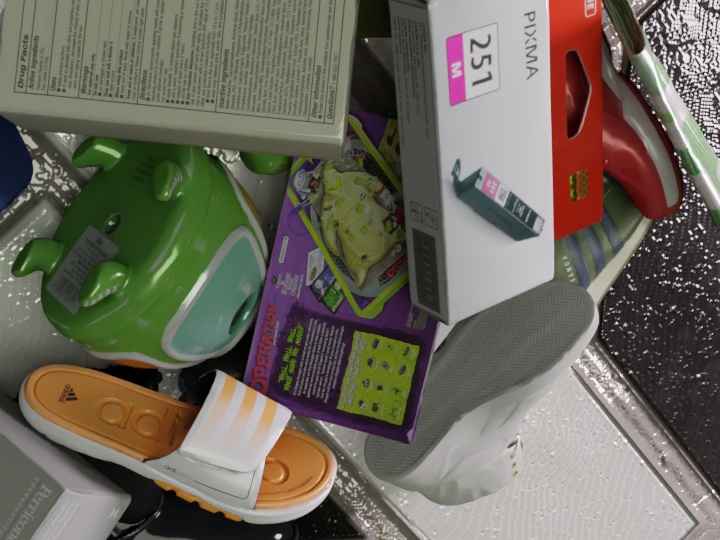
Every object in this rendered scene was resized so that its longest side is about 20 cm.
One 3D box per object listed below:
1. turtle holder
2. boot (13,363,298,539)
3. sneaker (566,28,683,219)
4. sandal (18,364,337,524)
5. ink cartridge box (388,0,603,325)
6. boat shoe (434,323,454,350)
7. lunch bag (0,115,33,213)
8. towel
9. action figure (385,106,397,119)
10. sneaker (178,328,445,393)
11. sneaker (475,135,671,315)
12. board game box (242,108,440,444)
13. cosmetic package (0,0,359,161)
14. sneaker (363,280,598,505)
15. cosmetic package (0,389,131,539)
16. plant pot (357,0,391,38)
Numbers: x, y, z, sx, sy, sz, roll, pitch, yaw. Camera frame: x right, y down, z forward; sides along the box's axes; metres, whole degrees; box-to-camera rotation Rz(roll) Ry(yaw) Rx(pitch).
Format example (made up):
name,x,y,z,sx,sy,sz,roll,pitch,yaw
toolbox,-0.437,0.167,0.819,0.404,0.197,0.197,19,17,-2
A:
name,x,y,z,sx,sy,sz,roll,pitch,yaw
turtle holder,-0.124,-0.023,0.857,0.131,0.140,0.187,38,56,-39
boot,-0.146,0.145,0.902,0.196,0.073,0.164,-9,109,-9
sneaker,0.134,-0.101,0.905,0.115,0.078,0.201,-34,101,-2
sandal,-0.109,0.094,0.802,0.205,0.080,0.060,18,129,-6
ink cartridge box,0.101,-0.088,0.797,0.172,0.043,0.202,-22,120,-30
boat shoe,0.060,-0.021,0.909,0.066,0.072,0.201,41,74,-12
lunch bag,-0.267,-0.081,0.758,0.131,0.200,0.137,-16,109,4
towel,0.220,-0.099,0.890,0.023,0.153,0.201,-27,118,16
action figure,0.068,-0.115,0.933,0.200,0.055,0.118,-43,113,-10
sneaker,-0.039,0.042,0.929,0.198,0.073,0.083,-15,93,-22
sneaker,0.152,-0.031,0.969,0.089,0.067,0.201,27,95,-26
board game box,0.000,0.000,0.847,0.119,0.032,0.202,14,93,4
cosmetic package,-0.102,-0.127,0.759,0.198,0.073,0.105,7,86,0
sneaker,0.105,0.095,0.961,0.200,0.074,0.115,-40,143,9
cosmetic package,-0.252,0.125,0.803,0.107,0.199,0.090,-58,154,-1
plant pot,-0.022,-0.264,0.818,0.198,0.200,0.192,6,86,-19
